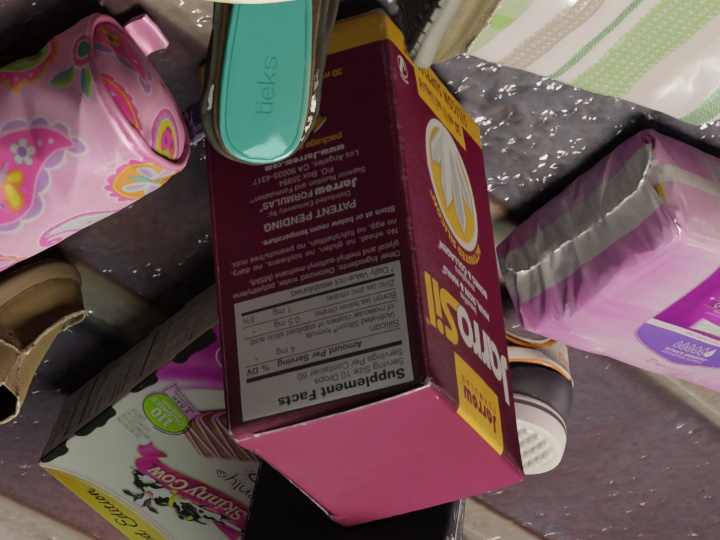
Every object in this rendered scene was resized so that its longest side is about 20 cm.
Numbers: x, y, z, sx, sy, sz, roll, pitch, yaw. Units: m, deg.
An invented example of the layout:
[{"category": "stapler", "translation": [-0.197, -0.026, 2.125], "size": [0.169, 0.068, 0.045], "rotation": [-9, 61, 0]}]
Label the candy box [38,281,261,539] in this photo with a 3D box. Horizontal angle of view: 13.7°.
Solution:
[{"category": "candy box", "translation": [-0.059, 0.082, 1.613], "size": [0.136, 0.061, 0.200], "rotation": [41, 127, -17]}]

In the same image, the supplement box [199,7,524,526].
[{"category": "supplement box", "translation": [0.000, 0.000, 1.420], "size": [0.103, 0.201, 0.131], "rotation": [-15, 152, 17]}]

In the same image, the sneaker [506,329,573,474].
[{"category": "sneaker", "translation": [0.021, 0.060, 1.670], "size": [0.199, 0.080, 0.079], "rotation": [8, 145, 9]}]

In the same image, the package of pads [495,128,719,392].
[{"category": "package of pads", "translation": [0.183, -0.001, 1.629], "size": [0.199, 0.076, 0.120], "rotation": [18, 138, -43]}]

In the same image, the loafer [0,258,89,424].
[{"category": "loafer", "translation": [-0.194, 0.046, 1.477], "size": [0.076, 0.068, 0.200], "rotation": [-21, -176, 29]}]

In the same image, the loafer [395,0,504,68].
[{"category": "loafer", "translation": [0.070, -0.159, 1.317], "size": [0.069, 0.076, 0.200], "rotation": [4, 145, -21]}]

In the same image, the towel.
[{"category": "towel", "translation": [0.139, -0.130, 1.442], "size": [0.199, 0.031, 0.149], "rotation": [11, 140, -37]}]

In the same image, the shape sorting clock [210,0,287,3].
[{"category": "shape sorting clock", "translation": [-0.042, -0.193, 1.192], "size": [0.199, 0.039, 0.201], "rotation": [-4, 124, -7]}]

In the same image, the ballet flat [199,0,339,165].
[{"category": "ballet flat", "translation": [-0.035, -0.145, 1.285], "size": [0.068, 0.068, 0.201], "rotation": [11, 110, -12]}]

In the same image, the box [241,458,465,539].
[{"category": "box", "translation": [-0.007, 0.184, 1.524], "size": [0.103, 0.183, 0.201], "rotation": [8, 132, 6]}]

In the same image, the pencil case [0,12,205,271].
[{"category": "pencil case", "translation": [-0.174, -0.045, 1.391], "size": [0.199, 0.088, 0.087], "rotation": [-28, 148, 20]}]
